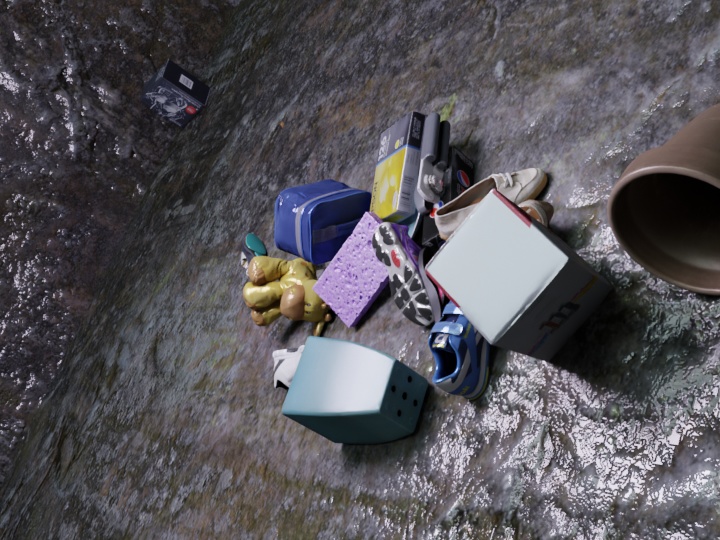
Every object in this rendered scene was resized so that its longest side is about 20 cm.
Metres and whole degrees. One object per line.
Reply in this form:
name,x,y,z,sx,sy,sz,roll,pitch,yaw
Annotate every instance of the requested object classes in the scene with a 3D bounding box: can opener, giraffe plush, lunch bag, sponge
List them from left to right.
giraffe plush,-0.125,0.054,1.730,0.198,0.174,0.162,-27,37,-16
lunch bag,-0.060,-0.096,1.689,0.132,0.199,0.138,24,123,41
sponge,0.000,0.000,1.586,0.112,0.030,0.201,46,118,19
can opener,0.124,-0.196,1.514,0.066,0.052,0.202,-27,41,44

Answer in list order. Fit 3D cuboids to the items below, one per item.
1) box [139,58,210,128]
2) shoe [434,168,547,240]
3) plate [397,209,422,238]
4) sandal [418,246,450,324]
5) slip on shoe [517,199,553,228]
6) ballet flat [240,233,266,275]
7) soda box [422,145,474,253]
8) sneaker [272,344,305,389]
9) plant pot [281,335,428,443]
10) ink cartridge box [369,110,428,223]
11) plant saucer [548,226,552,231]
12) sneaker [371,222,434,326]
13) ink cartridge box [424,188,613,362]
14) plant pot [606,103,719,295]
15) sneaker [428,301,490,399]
box,-0.714,-0.677,3.251,0.181,0.199,0.105,-29,40,42
shoe,0.211,-0.117,1.374,0.198,0.054,0.070,-29,34,5
plate,0.085,-0.115,1.615,0.200,0.025,0.203,-167,90,-70
sandal,0.141,0.039,1.384,0.045,0.075,0.202,-35,44,25
slip on shoe,0.216,-0.045,1.301,0.060,0.076,0.200,-30,-10,-49
ballet flat,-0.264,-0.025,2.073,0.073,0.073,0.200,-52,32,11
soda box,0.158,-0.121,1.508,0.070,0.063,0.202,-31,38,39
sneaker,-0.106,0.189,1.640,0.199,0.073,0.081,-20,61,54
plant pot,0.001,0.201,1.380,0.199,0.141,0.143,-4,59,47
ink cartridge box,0.059,-0.183,1.631,0.200,0.046,0.201,-22,58,63
plant saucer,0.229,0.004,1.317,0.199,0.029,0.202,-37,36,33
sneaker,0.093,-0.002,1.458,0.081,0.083,0.202,-49,55,47
ink cartridge box,0.214,0.013,1.120,0.145,0.199,0.145,-50,59,12
plant pot,0.417,-0.099,0.992,0.175,0.201,0.199,-50,24,-26
sneaker,0.149,0.088,1.262,0.074,0.081,0.203,-14,69,58
